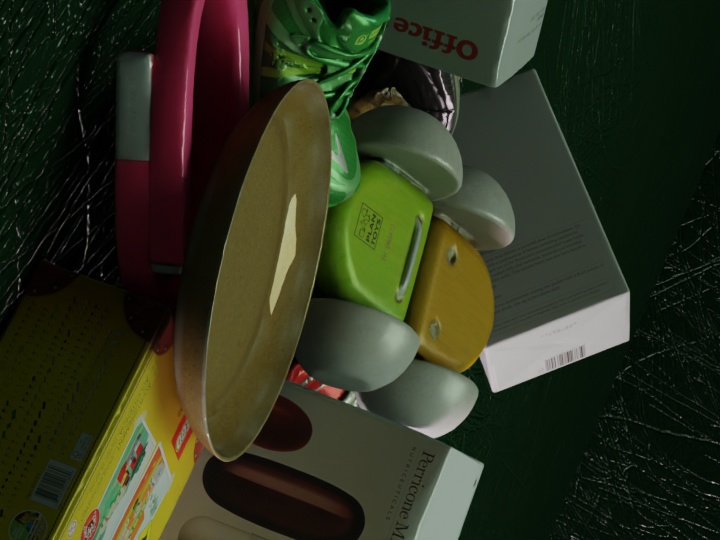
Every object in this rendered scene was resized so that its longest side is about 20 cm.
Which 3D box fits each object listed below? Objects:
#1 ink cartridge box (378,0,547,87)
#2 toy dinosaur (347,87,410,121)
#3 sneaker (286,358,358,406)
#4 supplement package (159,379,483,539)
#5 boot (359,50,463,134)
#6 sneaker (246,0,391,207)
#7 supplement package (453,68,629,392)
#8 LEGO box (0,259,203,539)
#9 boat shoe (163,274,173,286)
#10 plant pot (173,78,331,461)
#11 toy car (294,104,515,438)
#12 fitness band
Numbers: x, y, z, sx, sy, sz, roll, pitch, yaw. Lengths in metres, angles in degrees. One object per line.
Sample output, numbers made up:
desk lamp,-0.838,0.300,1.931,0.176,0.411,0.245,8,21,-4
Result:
ink cartridge box,0.049,-0.228,1.239,0.085,0.143,0.202,-46,152,-59
toy dinosaur,-0.025,-0.069,1.394,0.200,0.060,0.107,-37,113,-60
sneaker,-0.019,0.007,1.455,0.085,0.077,0.202,35,55,-36
supplement package,-0.057,0.163,1.239,0.147,0.198,0.193,42,67,-75
boot,0.060,-0.187,1.499,0.205,0.073,0.154,95,17,-50
sneaker,-0.025,-0.122,1.144,0.074,0.083,0.202,-47,135,-48
supplement package,0.120,-0.030,1.629,0.120,0.120,0.202,69,1,-69
LEGO box,-0.157,0.122,1.047,0.149,0.076,0.201,82,30,-61
boat shoe,-0.062,-0.036,1.217,0.076,0.071,0.201,93,21,-50
plant pot,-0.057,-0.002,1.084,0.200,0.027,0.202,12,90,-78
toy car,0.000,0.000,1.325,0.200,0.149,0.177,40,60,-54
fitness band,-0.087,-0.069,1.070,0.144,0.037,0.202,-50,145,-71
